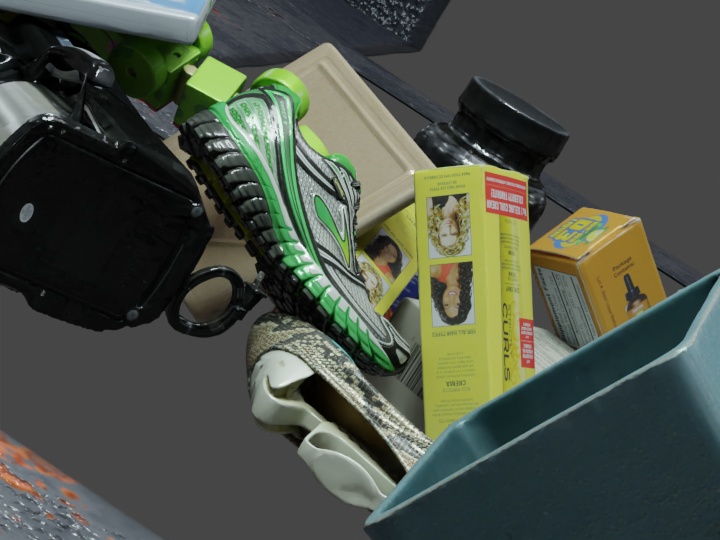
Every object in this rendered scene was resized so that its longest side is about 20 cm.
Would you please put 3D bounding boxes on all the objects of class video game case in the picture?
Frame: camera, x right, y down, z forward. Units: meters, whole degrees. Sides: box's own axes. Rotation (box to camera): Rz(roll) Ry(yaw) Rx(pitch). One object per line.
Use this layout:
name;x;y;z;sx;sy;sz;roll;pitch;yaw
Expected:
video game case;-0.191;-0.198;1.556;0.200;0.022;0.182;11;23;1

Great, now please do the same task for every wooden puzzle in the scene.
wooden puzzle;-0.059;-0.056;1.607;0.200;0.185;0.037;52;-9;49

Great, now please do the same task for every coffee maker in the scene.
coffee maker;-0.181;-0.053;1.452;0.192;0.135;0.200;54;-2;-36

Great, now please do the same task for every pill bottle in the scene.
pill bottle;0.069;-0.039;1.794;0.112;0.200;0.112;31;11;-7

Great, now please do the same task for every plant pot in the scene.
plant pot;0.153;0.145;1.260;0.200;0.196;0.196;58;20;-2

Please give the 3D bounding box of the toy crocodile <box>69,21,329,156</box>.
toy crocodile;-0.102;-0.113;1.548;0.200;0.062;0.068;34;43;8

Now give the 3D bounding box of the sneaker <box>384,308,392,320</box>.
sneaker;-0.054;-0.004;1.698;0.200;0.077;0.073;44;-24;-6

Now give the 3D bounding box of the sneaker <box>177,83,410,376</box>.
sneaker;-0.023;-0.024;1.460;0.200;0.085;0.078;59;-17;-8

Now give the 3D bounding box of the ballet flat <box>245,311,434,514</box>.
ballet flat;-0.015;0.092;1.399;0.200;0.068;0.075;40;34;28

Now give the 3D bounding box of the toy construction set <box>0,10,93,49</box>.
toy construction set;-0.236;-0.124;1.568;0.200;0.131;0.092;28;-32;-24

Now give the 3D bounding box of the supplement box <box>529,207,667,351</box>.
supplement box;0.192;0.055;1.777;0.069;0.067;0.200;19;-44;52

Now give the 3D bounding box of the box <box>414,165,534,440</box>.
box;0.073;0.038;1.498;0.050;0.200;0.075;-6;-8;27

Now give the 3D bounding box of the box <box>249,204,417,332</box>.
box;0.000;0.000;1.601;0.050;0.075;0.200;50;32;-7

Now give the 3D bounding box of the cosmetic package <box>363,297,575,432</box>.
cosmetic package;0.098;0.084;1.681;0.104;0.073;0.200;39;13;33
